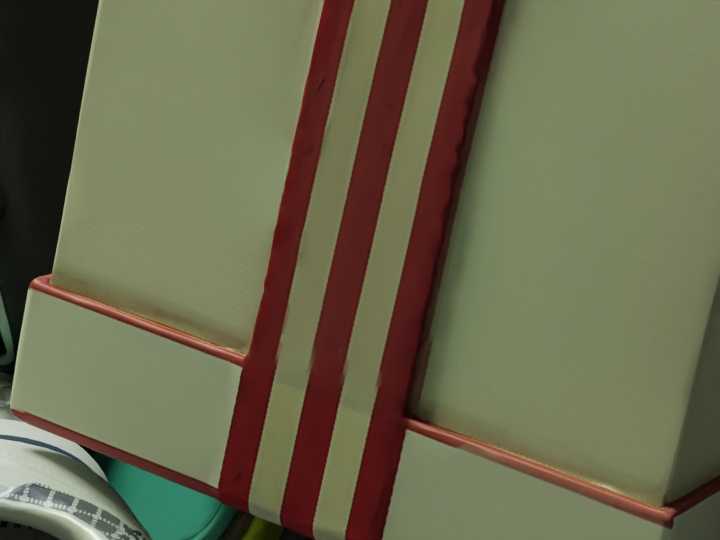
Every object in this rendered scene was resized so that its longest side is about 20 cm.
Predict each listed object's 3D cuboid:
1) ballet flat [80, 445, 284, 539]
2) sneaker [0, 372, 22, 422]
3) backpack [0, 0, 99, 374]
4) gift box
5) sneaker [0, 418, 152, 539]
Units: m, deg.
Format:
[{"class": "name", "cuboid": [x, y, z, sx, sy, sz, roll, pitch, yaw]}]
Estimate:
[{"class": "ballet flat", "cuboid": [-0.060, 0.060, 0.825, 0.067, 0.067, 0.200, 21, -13, -32]}, {"class": "sneaker", "cuboid": [-0.159, 0.054, 0.819, 0.085, 0.078, 0.200, -5, 4, -31]}, {"class": "backpack", "cuboid": [-0.104, -0.061, 0.873, 0.150, 0.178, 0.200, -14, 3, -28]}, {"class": "gift box", "cuboid": [0.051, -0.018, 0.674, 0.184, 0.187, 0.200, 21, 17, 29]}, {"class": "sneaker", "cuboid": [-0.144, 0.066, 0.633, 0.199, 0.077, 0.080, -5, 12, -15]}]
